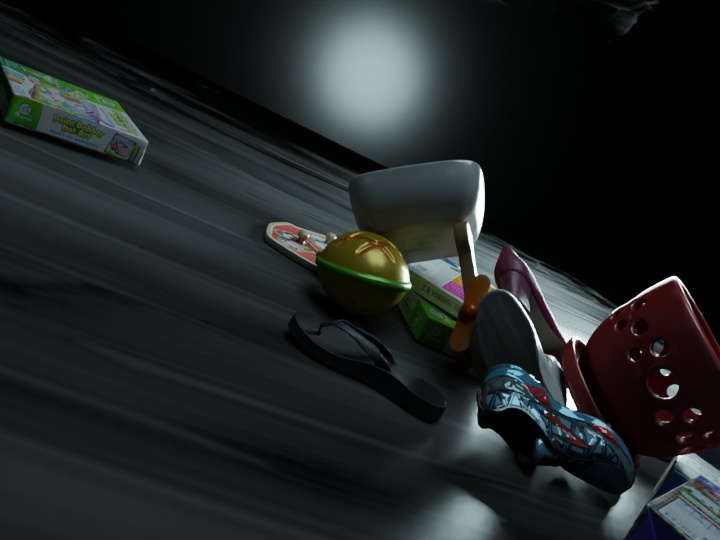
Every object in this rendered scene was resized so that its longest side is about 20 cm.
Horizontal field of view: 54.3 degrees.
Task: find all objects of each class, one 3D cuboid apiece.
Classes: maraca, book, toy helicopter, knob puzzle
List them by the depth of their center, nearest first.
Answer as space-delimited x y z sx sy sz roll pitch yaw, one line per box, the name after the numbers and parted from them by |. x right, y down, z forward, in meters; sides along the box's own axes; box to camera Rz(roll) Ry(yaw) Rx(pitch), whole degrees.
0.144 0.036 0.919 0.077 0.207 0.132 -11 -7 19 | toy helicopter
0.000 0.000 0.964 0.133 0.110 0.200 17 4 -12 | maraca
0.166 0.045 1.080 0.197 0.049 0.133 32 19 18 | book
-0.068 -0.038 1.118 0.215 0.031 0.220 27 14 -7 | knob puzzle

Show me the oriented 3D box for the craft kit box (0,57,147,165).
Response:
-0.441 -0.240 1.056 0.195 0.049 0.200 20 16 -42 | craft kit box

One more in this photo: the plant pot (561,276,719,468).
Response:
0.367 0.140 0.884 0.201 0.180 0.203 45 25 -28 | plant pot

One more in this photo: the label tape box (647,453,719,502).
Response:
0.447 0.294 0.877 0.143 0.064 0.198 35 16 25 | label tape box

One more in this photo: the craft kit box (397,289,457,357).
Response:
0.153 0.085 1.093 0.193 0.050 0.201 21 15 -17 | craft kit box

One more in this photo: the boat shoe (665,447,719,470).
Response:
0.481 0.253 1.089 0.197 0.077 0.072 32 5 -11 | boat shoe

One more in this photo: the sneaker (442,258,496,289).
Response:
0.170 0.029 1.279 0.197 0.078 0.081 29 3 -22 | sneaker

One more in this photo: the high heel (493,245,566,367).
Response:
0.243 0.058 0.975 0.201 0.066 0.098 54 32 -39 | high heel

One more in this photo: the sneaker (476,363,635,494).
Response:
0.210 0.197 0.785 0.197 0.081 0.095 33 37 11 | sneaker

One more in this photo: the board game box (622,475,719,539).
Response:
0.315 0.278 0.601 0.159 0.099 0.197 38 17 36 | board game box

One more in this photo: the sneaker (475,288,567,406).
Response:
0.205 0.111 0.888 0.205 0.072 0.115 67 19 -3 | sneaker

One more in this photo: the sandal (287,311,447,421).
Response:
0.012 0.094 0.778 0.196 0.044 0.076 29 14 1 | sandal

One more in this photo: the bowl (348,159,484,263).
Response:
0.086 -0.073 1.014 0.193 0.077 0.201 -7 -24 7 | bowl
